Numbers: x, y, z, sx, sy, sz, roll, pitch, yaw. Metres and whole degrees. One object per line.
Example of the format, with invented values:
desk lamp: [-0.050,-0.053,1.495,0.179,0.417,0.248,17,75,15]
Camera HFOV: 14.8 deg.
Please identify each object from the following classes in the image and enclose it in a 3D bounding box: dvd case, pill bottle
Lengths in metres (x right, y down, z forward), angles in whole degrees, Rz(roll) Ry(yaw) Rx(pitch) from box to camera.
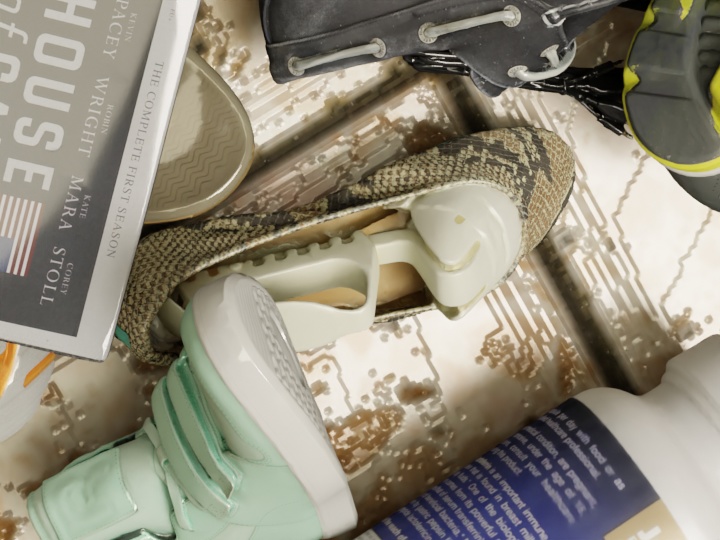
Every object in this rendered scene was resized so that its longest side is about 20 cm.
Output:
dvd case: [-0.166,-0.061,0.964,0.199,0.025,0.151,13,99,-14]
pill bottle: [0.084,0.117,1.088,0.200,0.116,0.116,-33,104,-5]

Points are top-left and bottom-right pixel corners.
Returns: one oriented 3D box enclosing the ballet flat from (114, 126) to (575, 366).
ballet flat: [0.000,0.000,1.072,0.199,0.075,0.068,-16,118,-10]

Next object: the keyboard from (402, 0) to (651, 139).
keyboard: [0.068,-0.126,1.097,0.199,0.021,0.128,11,90,-12]

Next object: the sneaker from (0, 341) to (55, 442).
sneaker: [-0.178,-0.025,1.034,0.078,0.077,0.201,-40,112,-46]

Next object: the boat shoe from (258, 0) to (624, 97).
boat shoe: [0.054,-0.098,1.017,0.199,0.072,0.068,-3,95,20]

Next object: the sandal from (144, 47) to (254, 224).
sandal: [-0.126,-0.087,1.043,0.200,0.054,0.080,41,89,-15]

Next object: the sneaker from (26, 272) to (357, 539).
sneaker: [-0.069,0.073,1.019,0.118,0.201,0.074,-20,66,-2]

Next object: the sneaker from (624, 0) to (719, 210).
sneaker: [0.152,-0.114,1.070,0.074,0.085,0.201,14,68,24]
